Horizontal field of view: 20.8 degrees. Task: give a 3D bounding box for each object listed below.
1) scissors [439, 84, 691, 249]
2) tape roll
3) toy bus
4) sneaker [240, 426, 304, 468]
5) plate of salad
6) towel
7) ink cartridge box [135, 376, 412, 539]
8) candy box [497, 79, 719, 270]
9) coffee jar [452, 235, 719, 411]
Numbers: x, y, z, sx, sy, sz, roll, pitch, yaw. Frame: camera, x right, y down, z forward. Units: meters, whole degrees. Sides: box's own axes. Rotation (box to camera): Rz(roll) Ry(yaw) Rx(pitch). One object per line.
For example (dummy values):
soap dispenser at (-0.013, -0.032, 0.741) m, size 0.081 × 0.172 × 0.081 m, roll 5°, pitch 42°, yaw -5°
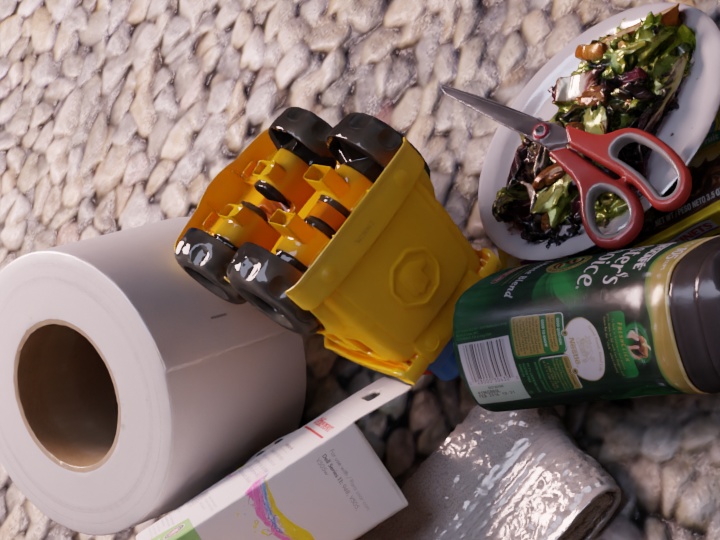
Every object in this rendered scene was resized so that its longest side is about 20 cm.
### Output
scissors at (0.127, -0.086, 1.228) m, size 0.073 × 0.014 × 0.200 m, roll -48°, pitch 50°, yaw 8°
tape roll at (-0.157, 0.071, 1.386) m, size 0.203 × 0.139 × 0.203 m, roll 12°, pitch 109°, yaw 38°
toy bus at (0.000, 0.000, 1.291) m, size 0.136 × 0.192 × 0.200 m, roll -54°, pitch 29°, yaw -12°
sneaker at (-0.082, 0.176, 1.366) m, size 0.200 × 0.066 × 0.090 m, roll -46°, pitch 8°, yaw -6°
plate of salad at (0.147, -0.097, 1.264) m, size 0.200 × 0.048 × 0.200 m, roll -32°, pitch 38°, yaw 28°
towel at (0.066, 0.170, 1.243) m, size 0.200 × 0.034 × 0.133 m, roll -51°, pitch 42°, yaw 12°
ink cartridge box at (-0.043, 0.150, 1.266) m, size 0.200 × 0.067 × 0.117 m, roll -33°, pitch 5°, yaw -7°
candy box at (0.171, -0.046, 1.263) m, size 0.200 × 0.026 × 0.102 m, roll -29°, pitch 46°, yaw 32°
coffee jar at (0.160, 0.031, 1.166) m, size 0.200 × 0.104 × 0.085 m, roll -9°, pitch 100°, yaw 41°
